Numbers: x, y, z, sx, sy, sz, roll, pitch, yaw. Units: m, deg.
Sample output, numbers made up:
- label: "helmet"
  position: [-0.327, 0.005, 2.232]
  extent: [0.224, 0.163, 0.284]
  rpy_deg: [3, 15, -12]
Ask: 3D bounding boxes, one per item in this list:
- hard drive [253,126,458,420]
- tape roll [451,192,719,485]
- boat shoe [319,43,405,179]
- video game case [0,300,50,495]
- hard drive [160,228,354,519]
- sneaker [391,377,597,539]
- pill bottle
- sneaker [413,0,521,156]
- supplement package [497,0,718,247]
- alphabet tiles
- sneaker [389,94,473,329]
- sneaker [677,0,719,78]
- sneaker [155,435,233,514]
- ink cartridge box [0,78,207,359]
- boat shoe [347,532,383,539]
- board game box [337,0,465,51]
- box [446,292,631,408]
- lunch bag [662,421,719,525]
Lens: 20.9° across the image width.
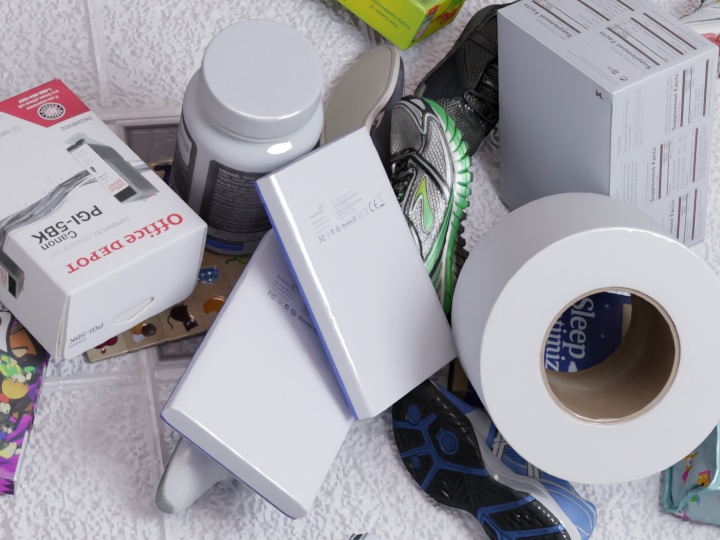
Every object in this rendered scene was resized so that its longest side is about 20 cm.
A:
- label: "hard drive"
  position: [0.000, 0.000, 1.531]
  extent: [0.132, 0.025, 0.200]
  rpy_deg: [-32, 102, -49]
- label: "tape roll"
  position: [0.178, 0.050, 1.516]
  extent: [0.203, 0.139, 0.203]
  rpy_deg: [-2, 103, -7]
- label: "boat shoe"
  position: [0.007, -0.110, 1.706]
  extent: [0.063, 0.073, 0.200]
  rpy_deg: [45, 44, -36]
- label: "video game case"
  position: [-0.347, 0.070, 1.531]
  extent: [0.200, 0.036, 0.181]
  rpy_deg: [13, 59, -5]
- label: "hard drive"
  position: [-0.059, 0.076, 1.513]
  extent: [0.132, 0.025, 0.200]
  rpy_deg: [39, 48, -13]
- label: "sneaker"
  position: [0.105, 0.159, 1.568]
  extent: [0.200, 0.076, 0.077]
  rpy_deg: [46, 37, 16]
- label: "pill bottle"
  position: [-0.091, -0.107, 1.580]
  extent: [0.114, 0.200, 0.114]
  rpy_deg: [5, 61, -9]
- label: "sneaker"
  position: [0.117, -0.168, 1.712]
  extent: [0.076, 0.114, 0.199]
  rpy_deg: [46, 58, -19]
- label: "supplement package"
  position: [0.202, -0.120, 1.632]
  extent: [0.111, 0.200, 0.156]
  rpy_deg: [-24, 44, -23]
- label: "alphabet tiles"
  position: [-0.157, -0.020, 1.639]
  extent: [0.200, 0.008, 0.167]
  rpy_deg: [-14, 65, -19]
- label: "sneaker"
  position: [0.043, -0.050, 1.623]
  extent: [0.085, 0.078, 0.200]
  rpy_deg: [3, 78, -26]
- label: "sneaker"
  position: [0.337, -0.230, 1.825]
  extent: [0.200, 0.078, 0.082]
  rpy_deg: [-17, 62, -30]
- label: "sneaker"
  position: [-0.084, 0.122, 1.540]
  extent: [0.080, 0.070, 0.200]
  rpy_deg: [38, 60, 7]
- label: "ink cartridge box"
  position: [-0.240, -0.044, 1.562]
  extent: [0.147, 0.083, 0.200]
  rpy_deg: [-30, 62, -36]
- label: "boat shoe"
  position: [-0.056, 0.265, 1.468]
  extent: [0.057, 0.069, 0.200]
  rpy_deg: [36, 63, 10]
- label: "board game box"
  position: [-0.005, -0.288, 1.774]
  extent: [0.200, 0.048, 0.102]
  rpy_deg: [39, 36, 10]
- label: "box"
  position: [0.177, 0.070, 1.645]
  extent: [0.200, 0.032, 0.121]
  rpy_deg: [11, 60, -7]
- label: "lunch bag"
  position: [0.347, 0.111, 1.603]
  extent: [0.170, 0.122, 0.200]
  rpy_deg: [11, 67, -9]
